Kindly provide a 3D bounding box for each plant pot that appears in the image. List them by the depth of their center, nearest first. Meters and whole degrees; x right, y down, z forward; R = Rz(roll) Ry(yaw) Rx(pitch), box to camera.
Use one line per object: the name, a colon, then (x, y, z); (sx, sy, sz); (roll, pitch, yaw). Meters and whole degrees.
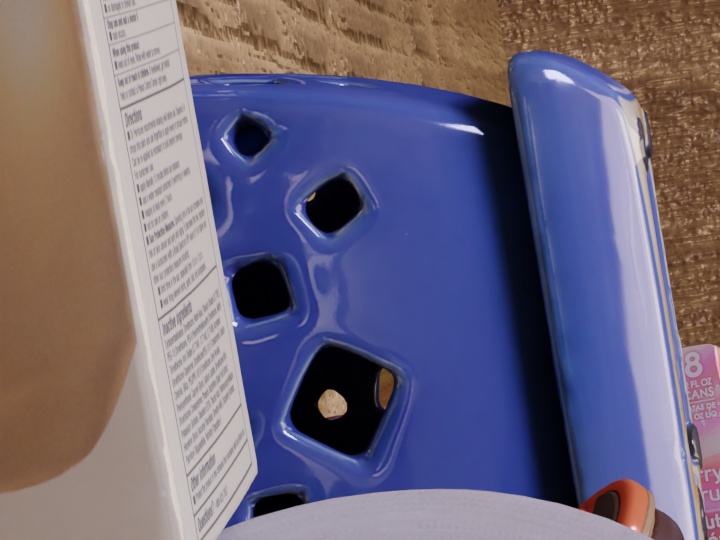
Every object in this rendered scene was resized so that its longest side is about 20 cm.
plant pot: (0.011, 0.029, 0.828); (0.200, 0.179, 0.201); (-26, 107, -83)

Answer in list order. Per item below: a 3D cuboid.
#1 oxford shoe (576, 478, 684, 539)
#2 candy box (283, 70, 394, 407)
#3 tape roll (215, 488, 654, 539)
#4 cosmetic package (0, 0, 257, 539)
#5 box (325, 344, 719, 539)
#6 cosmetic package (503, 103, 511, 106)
oxford shoe: (0.060, 0.142, 0.713); (0.071, 0.072, 0.201); (-70, 178, -56)
candy box: (0.000, 0.000, 1.095); (0.117, 0.056, 0.200); (56, 0, 13)
tape roll: (0.004, 0.140, 0.566); (0.201, 0.199, 0.066); (-90, 167, -50)
cosmetic package: (-0.081, -0.032, 0.618); (0.105, 0.071, 0.201); (-46, 127, -80)
box: (0.069, 0.095, 1.047); (0.103, 0.199, 0.095); (14, 66, -63)
cosmetic package: (0.123, -0.019, 2.001); (0.090, 0.106, 0.201); (-77, 159, -68)
